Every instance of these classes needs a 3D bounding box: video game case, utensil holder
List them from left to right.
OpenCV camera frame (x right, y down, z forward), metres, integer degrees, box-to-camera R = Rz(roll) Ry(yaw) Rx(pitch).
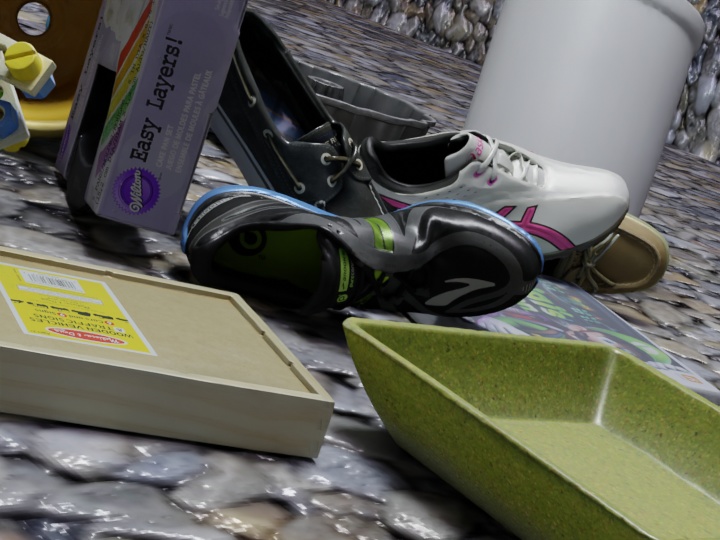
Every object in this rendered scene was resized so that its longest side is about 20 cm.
[{"bbox_3d":[0.105,0.031,0.926,0.182,0.023,0.200,14,14,-25],"label":"video game case"},{"bbox_3d":[0.173,-0.129,1.192,0.170,0.200,0.170,18,-9,3],"label":"utensil holder"}]

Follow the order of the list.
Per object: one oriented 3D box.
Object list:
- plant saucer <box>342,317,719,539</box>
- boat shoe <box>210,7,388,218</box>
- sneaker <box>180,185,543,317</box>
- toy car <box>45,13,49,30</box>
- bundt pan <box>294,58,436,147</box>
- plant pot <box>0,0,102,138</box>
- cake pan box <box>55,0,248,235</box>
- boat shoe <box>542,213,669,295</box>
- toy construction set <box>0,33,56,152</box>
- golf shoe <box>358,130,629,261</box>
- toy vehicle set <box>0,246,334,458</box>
[{"bbox_3d":[0.113,0.089,0.644,0.200,0.048,0.200,8,18,-42],"label":"plant saucer"},{"bbox_3d":[-0.033,-0.068,0.868,0.200,0.057,0.069,52,44,4],"label":"boat shoe"},{"bbox_3d":[0.000,0.000,0.793,0.199,0.071,0.083,6,26,-2],"label":"sneaker"},{"bbox_3d":[-0.160,-0.260,1.336,0.184,0.200,0.177,30,17,37],"label":"toy car"},{"bbox_3d":[-0.041,-0.127,1.237,0.202,0.076,0.202,19,12,-4],"label":"bundt pan"},{"bbox_3d":[-0.226,-0.190,1.013,0.201,0.201,0.189,16,-2,-15],"label":"plant pot"},{"bbox_3d":[-0.121,-0.127,0.847,0.052,0.200,0.184,15,8,-20],"label":"cake pan box"},{"bbox_3d":[0.130,-0.021,1.076,0.201,0.073,0.063,17,20,2],"label":"boat shoe"},{"bbox_3d":[-0.262,-0.134,0.814,0.200,0.131,0.092,53,-6,36],"label":"toy construction set"},{"bbox_3d":[0.090,-0.055,1.002,0.200,0.092,0.073,0,58,0],"label":"golf shoe"},{"bbox_3d":[-0.123,0.026,0.603,0.200,0.027,0.124,13,15,-28],"label":"toy vehicle set"}]
